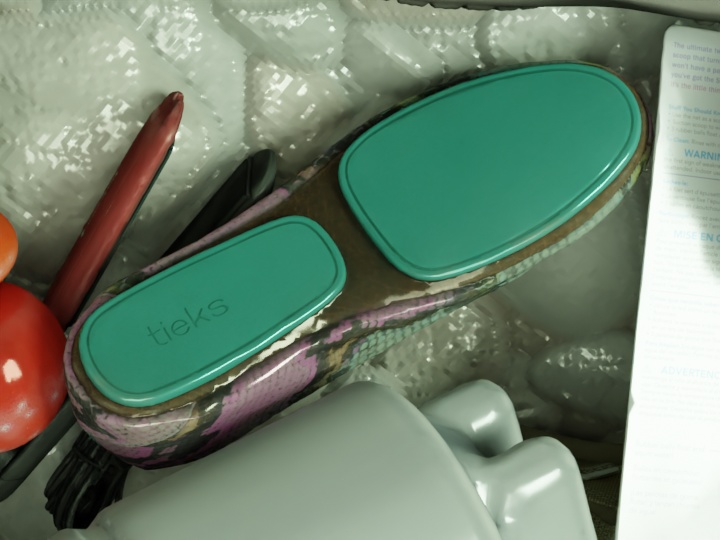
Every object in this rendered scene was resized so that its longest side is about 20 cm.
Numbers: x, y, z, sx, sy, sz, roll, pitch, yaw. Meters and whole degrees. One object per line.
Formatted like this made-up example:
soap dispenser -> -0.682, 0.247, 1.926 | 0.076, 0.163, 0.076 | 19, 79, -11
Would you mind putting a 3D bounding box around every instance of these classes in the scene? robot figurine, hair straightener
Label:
robot figurine -> -0.025, 0.109, 0.759 | 0.199, 0.170, 0.114 | -26, 119, -14
hair straightener -> -0.080, 0.042, 0.837 | 0.077, 0.041, 0.201 | 28, 106, -14

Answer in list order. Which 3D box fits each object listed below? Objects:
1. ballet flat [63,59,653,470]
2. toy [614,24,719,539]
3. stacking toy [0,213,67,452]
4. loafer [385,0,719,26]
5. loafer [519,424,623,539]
ballet flat -> 0.000, 0.000, 0.797 | 0.199, 0.069, 0.071 | -30, 157, -8
toy -> 0.130, 0.032, 0.808 | 0.114, 0.047, 0.202 | 6, 85, -20
stacking toy -> -0.145, -0.035, 0.772 | 0.085, 0.085, 0.201 | -20, 110, 9
loafer -> 0.058, -0.116, 0.757 | 0.198, 0.073, 0.072 | 3, 106, -8
loafer -> 0.063, 0.095, 0.850 | 0.198, 0.068, 0.077 | -3, 115, 1
